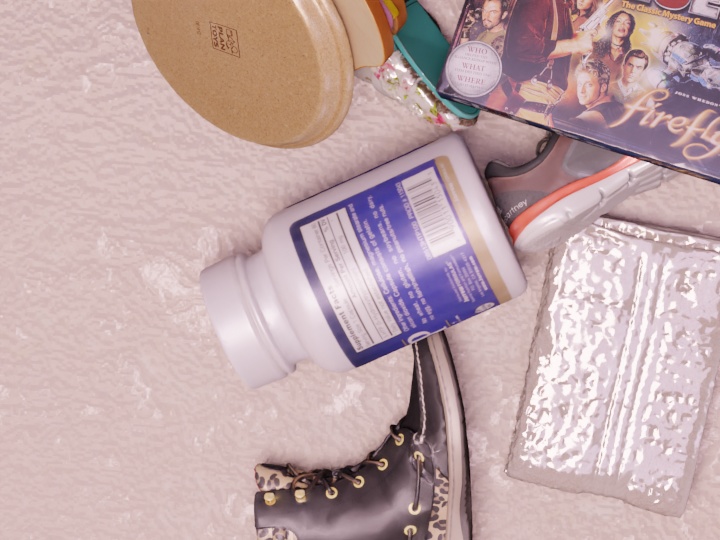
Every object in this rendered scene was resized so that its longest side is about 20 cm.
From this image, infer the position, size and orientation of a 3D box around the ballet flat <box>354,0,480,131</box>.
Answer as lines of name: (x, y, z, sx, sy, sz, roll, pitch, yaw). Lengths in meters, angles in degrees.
ballet flat: (0.007, -0.171, 1.212, 0.064, 0.076, 0.200, -35, 89, 37)

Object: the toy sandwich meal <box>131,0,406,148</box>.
toy sandwich meal: (-0.066, -0.172, 1.176, 0.205, 0.205, 0.070, 47, 54, -2)

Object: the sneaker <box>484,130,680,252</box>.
sneaker: (0.172, -0.093, 1.193, 0.200, 0.077, 0.082, -30, 74, -11)

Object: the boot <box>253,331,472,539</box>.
boot: (0.001, 0.142, 1.239, 0.151, 0.073, 0.200, -3, 102, 4)

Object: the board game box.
board game box: (0.164, -0.147, 1.140, 0.200, 0.035, 0.136, 18, 90, 10)

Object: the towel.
towel: (0.182, 0.063, 1.236, 0.132, 0.034, 0.200, 13, 96, 4)

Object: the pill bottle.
pill bottle: (0.000, 0.000, 1.196, 0.200, 0.120, 0.120, -24, 94, 6)
